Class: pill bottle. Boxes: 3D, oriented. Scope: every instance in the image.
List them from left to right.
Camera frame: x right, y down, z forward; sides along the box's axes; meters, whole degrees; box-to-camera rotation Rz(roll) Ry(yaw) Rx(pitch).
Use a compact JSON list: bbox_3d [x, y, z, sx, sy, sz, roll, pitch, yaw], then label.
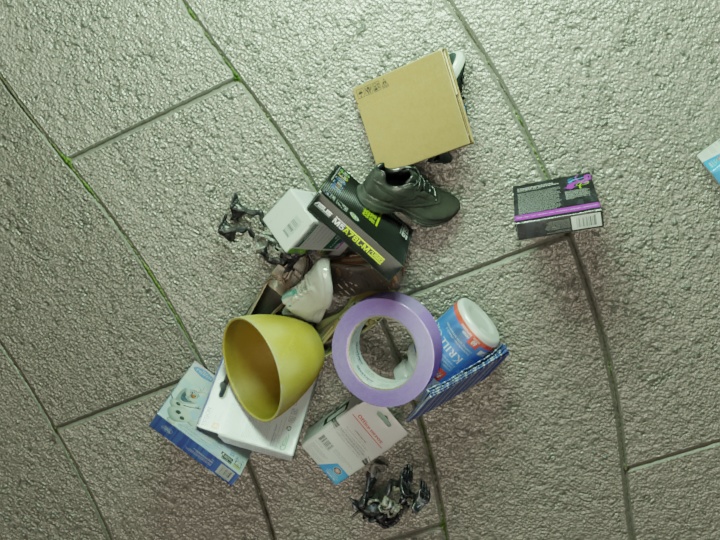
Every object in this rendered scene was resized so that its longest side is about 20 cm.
[{"bbox_3d":[0.160,0.157,1.711,0.112,0.112,0.200,42,111,-8],"label":"pill bottle"}]

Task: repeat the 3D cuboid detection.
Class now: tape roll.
[{"bbox_3d":[0.049,0.145,1.654,0.196,0.066,0.204,3,100,20],"label":"tape roll"}]

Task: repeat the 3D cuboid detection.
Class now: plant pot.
[{"bbox_3d":[-0.151,0.167,1.707,0.199,0.140,0.204,25,123,45],"label":"plant pot"}]

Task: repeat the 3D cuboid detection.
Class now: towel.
[{"bbox_3d":[0.180,0.210,1.677,0.024,0.198,0.145,56,152,18],"label":"towel"}]

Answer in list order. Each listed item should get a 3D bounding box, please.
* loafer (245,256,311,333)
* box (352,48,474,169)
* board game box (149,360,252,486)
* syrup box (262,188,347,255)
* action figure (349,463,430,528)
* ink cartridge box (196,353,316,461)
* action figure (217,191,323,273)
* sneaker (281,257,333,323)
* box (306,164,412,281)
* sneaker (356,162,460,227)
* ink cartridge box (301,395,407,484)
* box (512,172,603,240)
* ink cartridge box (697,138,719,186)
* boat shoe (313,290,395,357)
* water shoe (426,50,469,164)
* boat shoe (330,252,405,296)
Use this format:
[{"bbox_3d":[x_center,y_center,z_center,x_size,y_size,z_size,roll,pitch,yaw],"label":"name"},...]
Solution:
[{"bbox_3d":[-0.163,0.045,1.748,0.071,0.063,0.201,36,112,-3],"label":"loafer"},{"bbox_3d":[0.089,-0.270,1.559,0.198,0.021,0.166,-15,95,37],"label":"box"},{"bbox_3d":[-0.296,0.301,1.790,0.199,0.200,0.043,38,117,-6],"label":"board game box"},{"bbox_3d":[-0.079,-0.084,1.610,0.079,0.199,0.082,-44,70,20],"label":"syrup box"},{"bbox_3d":[0.060,0.463,1.843,0.119,0.103,0.199,40,137,-14],"label":"action figure"},{"bbox_3d":[-0.198,0.254,1.770,0.197,0.202,0.041,16,149,3],"label":"ink cartridge box"},{"bbox_3d":[-0.165,-0.070,1.677,0.197,0.120,0.103,21,150,10],"label":"action figure"},{"bbox_3d":[-0.103,0.044,1.679,0.087,0.076,0.201,2,149,-13],"label":"sneaker"},{"bbox_3d":[0.004,-0.089,1.598,0.192,0.200,0.048,39,111,-6],"label":"box"},{"bbox_3d":[0.096,-0.137,1.597,0.197,0.077,0.091,9,139,-23],"label":"sneaker"},{"bbox_3d":[-0.008,0.328,1.824,0.199,0.068,0.116,-37,101,20],"label":"ink cartridge box"},{"bbox_3d":[0.334,-0.112,1.537,0.140,0.201,0.037,-9,113,13],"label":"box"},{"bbox_3d":[0.671,-0.215,1.489,0.199,0.116,0.067,-38,101,20],"label":"ink cartridge box"},{"bbox_3d":[-0.012,0.099,1.733,0.199,0.064,0.073,-32,125,20],"label":"boat shoe"},{"bbox_3d":[0.157,-0.286,1.582,0.078,0.072,0.202,11,119,-17],"label":"water shoe"},{"bbox_3d":[0.000,0.000,1.703,0.197,0.072,0.077,1,127,29],"label":"boat shoe"}]
